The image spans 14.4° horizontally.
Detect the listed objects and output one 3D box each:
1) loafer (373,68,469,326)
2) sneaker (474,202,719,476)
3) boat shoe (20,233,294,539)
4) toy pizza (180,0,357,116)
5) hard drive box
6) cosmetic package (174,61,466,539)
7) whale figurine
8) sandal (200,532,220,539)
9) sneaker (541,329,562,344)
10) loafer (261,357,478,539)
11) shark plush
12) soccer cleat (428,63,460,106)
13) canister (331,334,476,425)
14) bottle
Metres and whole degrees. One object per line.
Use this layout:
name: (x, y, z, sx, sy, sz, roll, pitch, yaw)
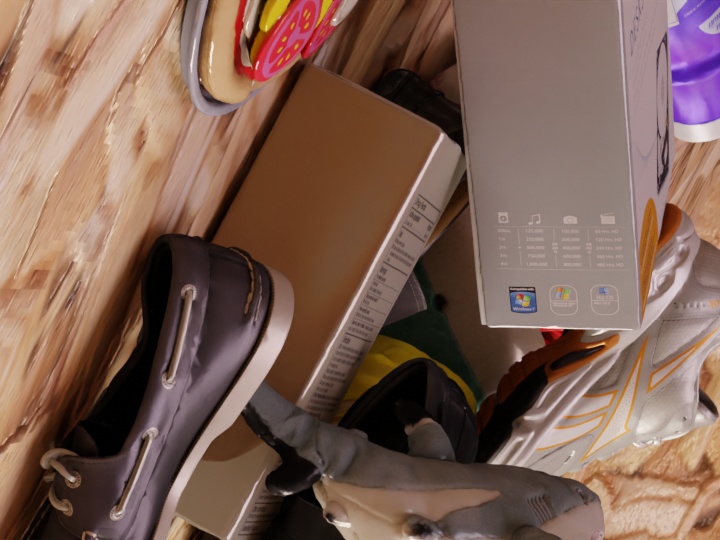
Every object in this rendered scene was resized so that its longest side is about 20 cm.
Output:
loafer: (0.000, 0.000, 1.366, 0.200, 0.072, 0.073, -60, 170, -11)
sneaker: (0.123, 0.069, 1.401, 0.200, 0.092, 0.076, -51, -167, 18)
boat shoe: (-0.105, 0.073, 1.147, 0.063, 0.073, 0.200, 31, 93, -37)
toy pizza: (-0.006, -0.145, 1.080, 0.200, 0.032, 0.200, -59, 169, -19)
hard drive box: (0.095, -0.097, 1.304, 0.156, 0.077, 0.200, -72, 159, -53)
cosmetic package: (-0.032, 0.016, 1.252, 0.200, 0.071, 0.105, -62, 170, -1)
whale figurine: (0.039, 0.030, 1.523, 0.104, 0.159, 0.200, -25, 174, 4)
sandal: (-0.117, 0.183, 1.324, 0.200, 0.054, 0.080, -50, -164, 12)
sneaker: (0.152, 0.029, 2.226, 0.116, 0.078, 0.200, 85, 21, -56)
loafer: (-0.017, 0.125, 1.249, 0.201, 0.068, 0.070, -56, 151, -21)
shark plush: (0.019, 0.095, 1.216, 0.091, 0.200, 0.083, -47, -153, 51)
soccer cleat: (0.077, -0.109, 1.519, 0.200, 0.070, 0.086, -7, 108, -80)
canister: (-0.030, 0.148, 1.391, 0.149, 0.086, 0.200, -41, -159, 51)
bottle: (0.170, -0.162, 1.569, 0.084, 0.065, 0.200, -49, 134, -34)
